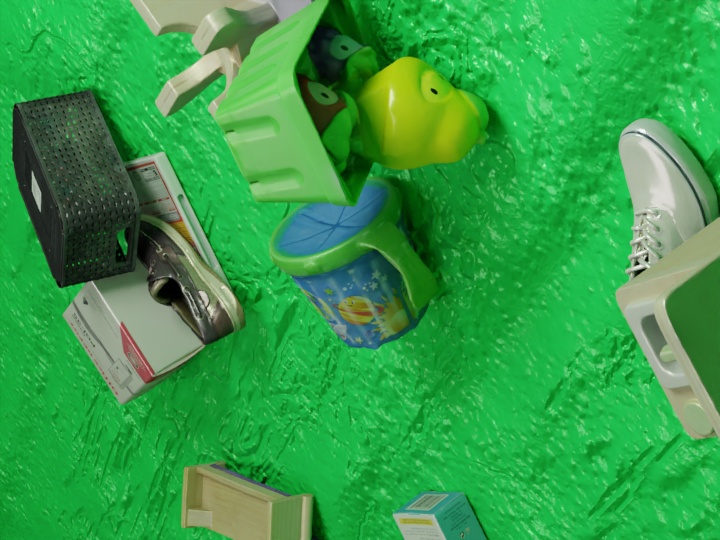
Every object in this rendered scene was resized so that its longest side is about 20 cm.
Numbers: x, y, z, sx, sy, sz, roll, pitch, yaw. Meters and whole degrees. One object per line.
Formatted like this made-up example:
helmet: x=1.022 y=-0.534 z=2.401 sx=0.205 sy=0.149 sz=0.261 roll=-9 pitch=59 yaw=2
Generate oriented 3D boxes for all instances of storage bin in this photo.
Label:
storage bin: x=-0.333 y=-0.096 z=2.019 sx=0.135 sy=0.094 sz=0.200 roll=104 pitch=145 yaw=-51

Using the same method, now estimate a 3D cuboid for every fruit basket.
fruit basket: x=0.001 y=-0.149 z=1.501 sx=0.215 sy=0.216 sz=0.156 roll=11 pitch=133 yaw=50

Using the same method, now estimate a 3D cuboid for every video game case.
video game case: x=-0.225 y=-0.039 z=2.049 sx=0.143 sy=0.017 sz=0.200 roll=-7 pitch=111 yaw=56

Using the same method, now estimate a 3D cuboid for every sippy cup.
sippy cup: x=0.000 y=0.000 z=1.674 sx=0.130 sy=0.139 sz=0.178 roll=61 pitch=-171 yaw=-26

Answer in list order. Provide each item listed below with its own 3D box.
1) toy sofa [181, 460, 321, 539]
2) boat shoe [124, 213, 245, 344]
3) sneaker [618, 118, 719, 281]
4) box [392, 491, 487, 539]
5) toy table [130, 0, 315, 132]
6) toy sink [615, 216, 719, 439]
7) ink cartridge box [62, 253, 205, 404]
toy sofa: x=-0.132 y=0.299 z=2.173 sx=0.200 sy=0.097 sz=0.083 roll=12 pitch=102 yaw=50
boat shoe: x=-0.214 y=0.010 z=1.995 sx=0.200 sy=0.065 sz=0.072 roll=43 pitch=149 yaw=25
sneaker: x=0.242 y=-0.019 z=1.362 sx=0.073 sy=0.071 sz=0.200 roll=0 pitch=117 yaw=54
box: x=0.115 y=0.336 z=1.874 sx=0.082 sy=0.049 sz=0.200 roll=-10 pitch=109 yaw=57
toy table: x=-0.123 y=-0.218 z=1.655 sx=0.184 sy=0.117 sz=0.200 roll=48 pitch=149 yaw=16
toy sink: x=0.272 y=0.040 z=1.250 sx=0.112 sy=0.200 sz=0.130 roll=-21 pitch=101 yaw=58
ink cartridge box: x=-0.281 y=0.073 z=2.141 sx=0.147 sy=0.083 sz=0.200 roll=56 pitch=156 yaw=2
